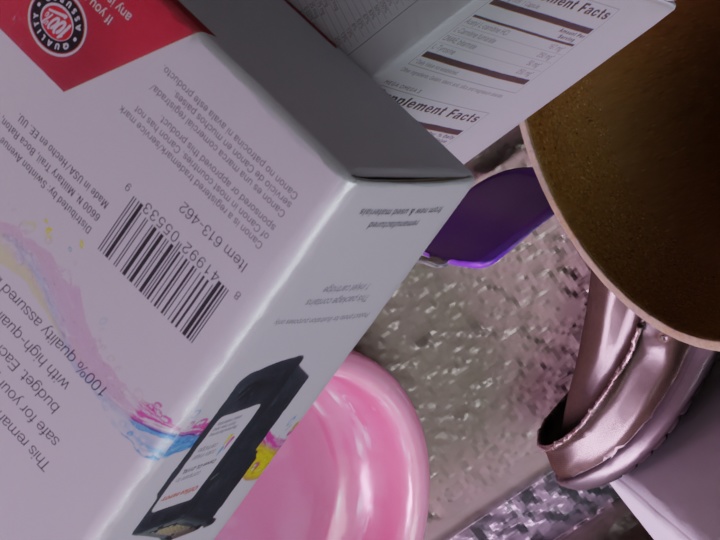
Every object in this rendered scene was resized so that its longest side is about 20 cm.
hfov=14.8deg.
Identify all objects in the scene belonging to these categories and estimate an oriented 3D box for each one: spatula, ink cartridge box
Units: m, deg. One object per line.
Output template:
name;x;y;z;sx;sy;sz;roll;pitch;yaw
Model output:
spatula;0.000;0.000;1.087;0.200;0.056;0.021;-22;113;-31
ink cartridge box;-0.085;0.003;0.874;0.200;0.146;0.083;-54;158;20

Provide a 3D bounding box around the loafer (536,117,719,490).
loafer;0.127;0.008;1.196;0.071;0.073;0.200;31;116;-5

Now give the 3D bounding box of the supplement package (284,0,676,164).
supplement package;-0.015;-0.084;0.948;0.200;0.114;0.109;-35;160;25

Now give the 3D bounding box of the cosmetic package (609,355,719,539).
cosmetic package;0.244;0.098;1.197;0.200;0.166;0.168;-39;106;-3

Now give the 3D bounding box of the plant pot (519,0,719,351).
plant pot;0.191;-0.090;1.070;0.200;0.186;0.187;-22;137;-29

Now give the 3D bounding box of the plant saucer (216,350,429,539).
plant saucer;-0.057;0.118;1.158;0.200;0.051;0.201;-24;127;-37
